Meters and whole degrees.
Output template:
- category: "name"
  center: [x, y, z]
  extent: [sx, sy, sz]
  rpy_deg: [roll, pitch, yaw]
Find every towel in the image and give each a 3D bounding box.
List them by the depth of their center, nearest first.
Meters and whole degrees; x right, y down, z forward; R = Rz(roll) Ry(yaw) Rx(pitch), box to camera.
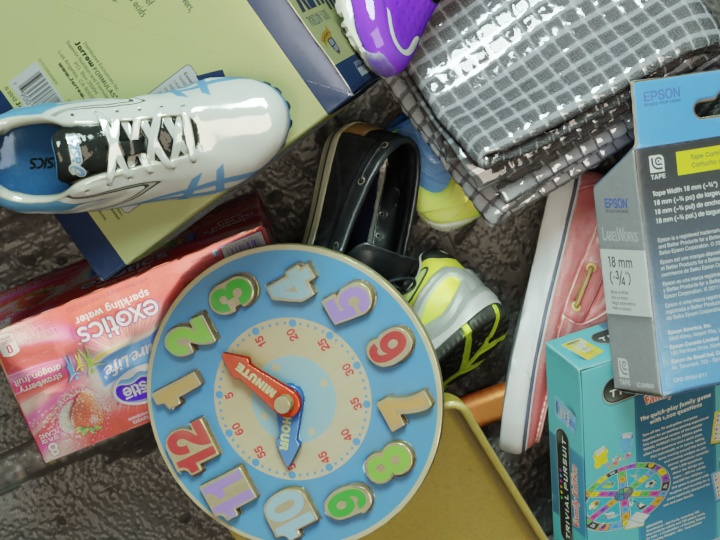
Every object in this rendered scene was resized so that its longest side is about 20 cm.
- category: "towel"
  center: [0.117, -0.151, 1.707]
  extent: [0.199, 0.086, 0.166]
  rpy_deg: [-31, 69, -6]

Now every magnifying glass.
- category: "magnifying glass"
  center: [0.148, 0.076, 1.846]
  extent: [0.199, 0.022, 0.080]
  rpy_deg: [-18, 104, 2]

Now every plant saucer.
- category: "plant saucer"
  center: [0.019, 0.163, 1.794]
  extent: [0.199, 0.049, 0.200]
  rpy_deg: [-17, 129, 19]

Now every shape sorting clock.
- category: "shape sorting clock"
  center: [-0.044, 0.083, 1.696]
  extent: [0.198, 0.039, 0.202]
  rpy_deg: [4, 103, 17]

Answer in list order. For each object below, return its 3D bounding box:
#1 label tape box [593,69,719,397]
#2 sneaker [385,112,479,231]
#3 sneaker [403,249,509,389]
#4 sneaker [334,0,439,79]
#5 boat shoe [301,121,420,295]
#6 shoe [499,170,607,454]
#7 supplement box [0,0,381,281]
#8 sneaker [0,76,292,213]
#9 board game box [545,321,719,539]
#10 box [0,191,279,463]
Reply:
- category: "label tape box"
  center: [0.230, -0.030, 1.709]
  extent: [0.143, 0.063, 0.202]
  rpy_deg: [-9, 96, -25]
- category: "sneaker"
  center: [0.104, -0.116, 1.766]
  extent: [0.199, 0.076, 0.105]
  rpy_deg: [-36, 103, 6]
- category: "sneaker"
  center: [0.014, 0.068, 1.820]
  extent: [0.200, 0.075, 0.077]
  rpy_deg: [-41, 65, 16]
- category: "sneaker"
  center: [0.046, -0.217, 1.651]
  extent: [0.099, 0.201, 0.070]
  rpy_deg: [-6, 149, 30]
- category: "boat shoe"
  center: [0.000, 0.000, 1.737]
  extent: [0.074, 0.062, 0.202]
  rpy_deg: [20, 76, -50]
- category: "shoe"
  center: [0.154, 0.033, 1.796]
  extent: [0.090, 0.071, 0.202]
  rpy_deg: [12, 90, 2]
- category: "supplement box"
  center: [-0.125, -0.139, 1.646]
  extent: [0.199, 0.134, 0.201]
  rpy_deg: [-35, 93, 13]
- category: "sneaker"
  center: [-0.138, -0.071, 1.554]
  extent: [0.198, 0.072, 0.072]
  rpy_deg: [-9, 97, 10]
- category: "board game box"
  center: [0.204, 0.123, 1.802]
  extent: [0.150, 0.047, 0.201]
  rpy_deg: [-17, 120, -23]
- category: "box"
  center: [-0.140, 0.037, 1.778]
  extent: [0.199, 0.095, 0.103]
  rpy_deg: [-22, 106, 2]
